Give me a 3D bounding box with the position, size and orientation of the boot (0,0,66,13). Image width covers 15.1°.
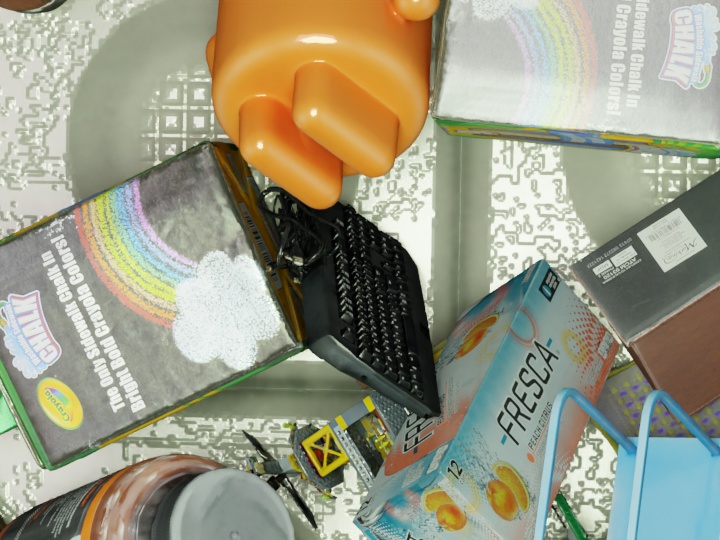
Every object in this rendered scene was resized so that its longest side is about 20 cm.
[{"bbox_3d":[-0.171,-0.229,1.427,0.068,0.200,0.189,26,93,5],"label":"boot"}]

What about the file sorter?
[{"bbox_3d":[0.195,0.133,1.315,0.200,0.123,0.139,-1,68,26],"label":"file sorter"}]

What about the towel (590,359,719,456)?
[{"bbox_3d":[0.226,0.067,1.443,0.200,0.023,0.144,-27,49,4],"label":"towel"}]

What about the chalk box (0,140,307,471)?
[{"bbox_3d":[-0.137,0.027,1.468,0.200,0.124,0.125,-25,89,6],"label":"chalk box"}]

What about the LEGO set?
[{"bbox_3d":[0.031,0.140,1.449,0.116,0.154,0.200,-35,89,35],"label":"LEGO set"}]

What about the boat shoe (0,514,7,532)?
[{"bbox_3d":[-0.222,0.171,1.506,0.063,0.073,0.200,-28,84,18],"label":"boat shoe"}]

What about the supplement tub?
[{"bbox_3d":[-0.112,0.154,1.401,0.107,0.200,0.107,10,70,-29],"label":"supplement tub"}]

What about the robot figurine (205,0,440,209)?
[{"bbox_3d":[-0.020,-0.130,1.436,0.116,0.144,0.200,7,52,-5],"label":"robot figurine"}]

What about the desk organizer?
[{"bbox_3d":[0.221,-0.013,1.436,0.200,0.072,0.077,-33,132,0],"label":"desk organizer"}]

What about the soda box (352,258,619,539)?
[{"bbox_3d":[0.067,0.081,1.382,0.064,0.200,0.068,-34,104,34],"label":"soda box"}]

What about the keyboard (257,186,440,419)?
[{"bbox_3d":[0.000,0.000,1.405,0.104,0.200,0.040,29,108,-15],"label":"keyboard"}]

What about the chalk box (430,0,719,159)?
[{"bbox_3d":[0.145,-0.126,1.440,0.200,0.124,0.125,7,90,4],"label":"chalk box"}]
